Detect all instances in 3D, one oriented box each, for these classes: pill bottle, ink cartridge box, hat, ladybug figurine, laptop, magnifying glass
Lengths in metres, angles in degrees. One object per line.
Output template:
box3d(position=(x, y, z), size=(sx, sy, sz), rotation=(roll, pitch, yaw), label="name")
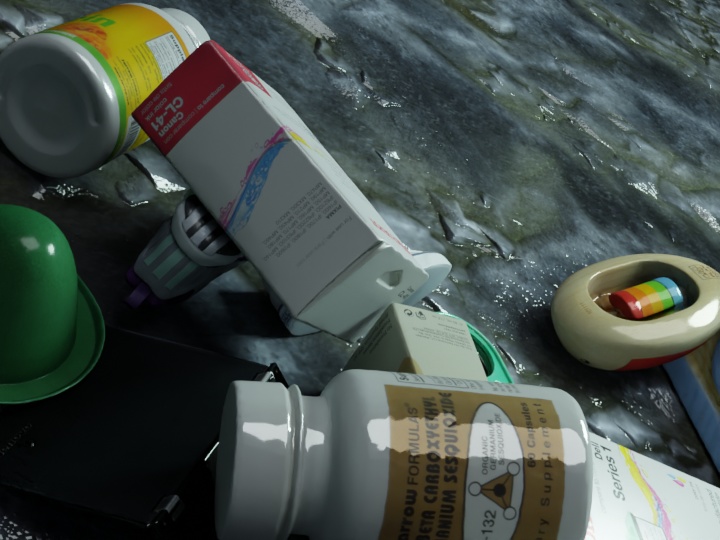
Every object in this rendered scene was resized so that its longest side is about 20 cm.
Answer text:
box3d(position=(-0.200, -0.156, 1.001), size=(0.111, 0.111, 0.200), rotation=(38, 30, 3), label="pill bottle")
box3d(position=(-0.054, -0.054, 0.891), size=(0.200, 0.086, 0.148), rotation=(52, 7, 18), label="ink cartridge box")
box3d(position=(0.203, 0.213, 0.932), size=(0.200, 0.084, 0.145), rotation=(24, 32, -19), label="ink cartridge box")
box3d(position=(-0.207, -0.031, 0.740), size=(0.165, 0.176, 0.200), rotation=(-2, 44, -39), label="hat")
box3d(position=(0.276, 0.045, 1.207), size=(0.200, 0.072, 0.136), rotation=(-13, 39, -22), label="ladybug figurine")
box3d(position=(-0.118, 0.141, 0.778), size=(0.200, 0.116, 0.187), rotation=(62, 27, -14), label="laptop")
box3d(position=(0.021, 0.116, 0.703), size=(0.200, 0.114, 0.114), rotation=(6, 38, -12), label="pill bottle")
box3d(position=(0.123, 0.112, 1.054), size=(0.200, 0.022, 0.080), rotation=(49, 32, 19), label="magnifying glass")

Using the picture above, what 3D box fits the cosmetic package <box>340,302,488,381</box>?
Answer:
box3d(position=(0.048, 0.131, 0.871), size=(0.071, 0.105, 0.200), rotation=(15, 35, -28), label="cosmetic package")

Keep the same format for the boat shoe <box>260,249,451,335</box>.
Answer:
box3d(position=(0.000, 0.000, 1.030), size=(0.200, 0.074, 0.065), rotation=(-8, 56, -52), label="boat shoe")

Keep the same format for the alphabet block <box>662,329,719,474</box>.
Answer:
box3d(position=(0.461, 0.114, 1.229), size=(0.200, 0.195, 0.197), rotation=(18, 37, -30), label="alphabet block")

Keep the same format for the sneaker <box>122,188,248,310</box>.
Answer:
box3d(position=(-0.131, -0.016, 0.933), size=(0.074, 0.088, 0.200), rotation=(49, 6, 1), label="sneaker")
